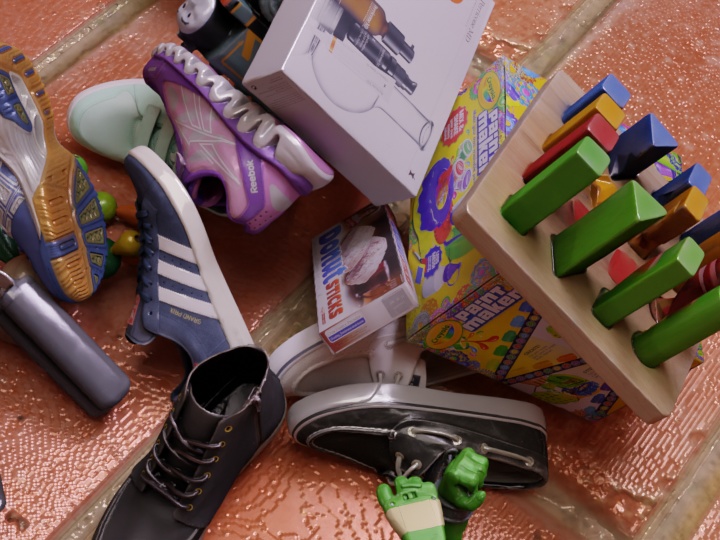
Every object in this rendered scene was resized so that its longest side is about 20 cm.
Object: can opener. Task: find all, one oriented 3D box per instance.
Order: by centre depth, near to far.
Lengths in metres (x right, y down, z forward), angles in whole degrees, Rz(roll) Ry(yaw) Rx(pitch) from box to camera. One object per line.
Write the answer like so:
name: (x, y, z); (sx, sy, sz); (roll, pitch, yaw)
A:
can opener: (-0.261, 0.039, 0.994); (0.200, 0.053, 0.067); (47, 57, -5)

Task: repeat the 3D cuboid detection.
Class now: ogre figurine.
ogre figurine: (0.024, 0.225, 0.903); (0.097, 0.120, 0.201); (9, 53, 4)

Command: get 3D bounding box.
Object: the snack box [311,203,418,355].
snack box: (0.000, 0.000, 1.031); (0.072, 0.024, 0.200); (-31, 19, 8)

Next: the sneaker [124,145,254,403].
sneaker: (-0.149, 0.009, 1.020); (0.084, 0.075, 0.201); (-25, 93, -12)

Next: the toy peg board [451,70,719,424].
toy peg board: (0.195, -0.040, 0.938); (0.200, 0.098, 0.199); (45, 45, -8)

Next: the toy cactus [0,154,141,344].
toy cactus: (-0.246, -0.024, 1.068); (0.198, 0.102, 0.166); (19, 65, -4)

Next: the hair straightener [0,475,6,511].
hair straightener: (-0.282, 0.091, 0.984); (0.041, 0.077, 0.201); (3, 51, -23)

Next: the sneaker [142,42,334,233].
sneaker: (-0.113, -0.098, 1.026); (0.089, 0.080, 0.200); (-51, 56, 2)

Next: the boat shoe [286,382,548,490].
boat shoe: (0.044, 0.128, 1.002); (0.198, 0.071, 0.064); (3, 54, -7)

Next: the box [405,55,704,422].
box: (0.147, -0.022, 1.043); (0.192, 0.122, 0.201); (25, 50, -26)

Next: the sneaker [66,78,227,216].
sneaker: (-0.153, -0.101, 1.107); (0.199, 0.074, 0.118); (13, 21, -1)

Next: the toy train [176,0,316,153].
toy train: (-0.057, -0.178, 1.093); (0.114, 0.200, 0.085); (-43, 43, 12)

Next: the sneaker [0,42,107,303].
sneaker: (-0.259, -0.065, 1.013); (0.088, 0.075, 0.201); (-20, 93, 22)

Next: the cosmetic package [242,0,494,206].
cosmetic package: (0.012, -0.175, 1.030); (0.151, 0.051, 0.201); (41, 58, -32)

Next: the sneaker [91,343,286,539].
sneaker: (-0.130, 0.137, 0.938); (0.074, 0.106, 0.201); (31, 72, 14)

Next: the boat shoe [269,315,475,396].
boat shoe: (0.026, 0.071, 1.044); (0.198, 0.071, 0.070); (-12, 55, -23)
